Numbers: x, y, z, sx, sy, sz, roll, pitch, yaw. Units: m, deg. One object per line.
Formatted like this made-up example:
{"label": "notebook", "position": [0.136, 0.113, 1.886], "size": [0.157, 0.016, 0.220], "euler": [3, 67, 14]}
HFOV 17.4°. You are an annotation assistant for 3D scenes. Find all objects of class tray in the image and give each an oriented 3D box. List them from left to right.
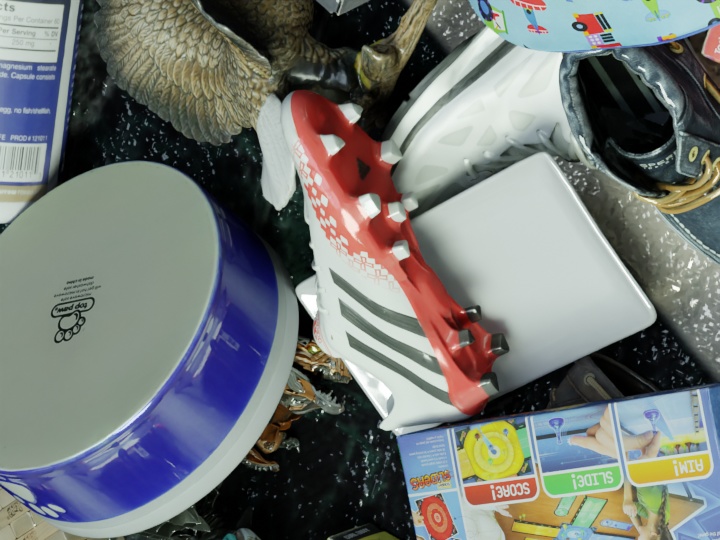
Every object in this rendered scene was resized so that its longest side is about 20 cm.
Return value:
{"label": "tray", "position": [0.061, 0.013, 1.250], "size": [0.199, 0.022, 0.108], "euler": [-29, 99, 42]}

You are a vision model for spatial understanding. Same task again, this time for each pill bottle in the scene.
{"label": "pill bottle", "position": [-0.222, -0.137, 1.380], "size": [0.115, 0.115, 0.202], "euler": [15, 102, 29]}

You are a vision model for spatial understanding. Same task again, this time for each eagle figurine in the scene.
{"label": "eagle figurine", "position": [-0.068, -0.139, 1.273], "size": [0.199, 0.151, 0.153], "euler": [27, 104, 2]}

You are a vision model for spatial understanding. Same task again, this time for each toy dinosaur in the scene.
{"label": "toy dinosaur", "position": [-0.095, 0.094, 1.358], "size": [0.199, 0.102, 0.137], "euler": [-22, 61, 45]}

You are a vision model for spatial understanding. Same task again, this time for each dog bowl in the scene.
{"label": "dog bowl", "position": [-0.137, 0.042, 1.311], "size": [0.199, 0.079, 0.201], "euler": [-21, 49, 25]}

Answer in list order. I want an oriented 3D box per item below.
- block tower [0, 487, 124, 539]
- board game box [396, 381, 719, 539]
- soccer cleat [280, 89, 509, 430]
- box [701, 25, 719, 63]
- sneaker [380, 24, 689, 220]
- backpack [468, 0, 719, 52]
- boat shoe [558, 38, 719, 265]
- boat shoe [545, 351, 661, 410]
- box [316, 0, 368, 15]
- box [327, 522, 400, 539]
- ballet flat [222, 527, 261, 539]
{"label": "block tower", "position": [-0.195, 0.136, 1.429], "size": [0.058, 0.054, 0.201], "euler": [-34, 77, 30]}
{"label": "board game box", "position": [0.113, 0.135, 1.178], "size": [0.199, 0.034, 0.137], "euler": [-12, 88, 41]}
{"label": "soccer cleat", "position": [0.000, 0.000, 1.212], "size": [0.085, 0.069, 0.201], "euler": [-21, 115, 26]}
{"label": "box", "position": [0.249, -0.178, 1.101], "size": [0.094, 0.102, 0.201], "euler": [26, 109, 27]}
{"label": "sneaker", "position": [0.092, -0.069, 1.221], "size": [0.115, 0.075, 0.201], "euler": [48, 114, 20]}
{"label": "backpack", "position": [0.104, -0.204, 1.029], "size": [0.181, 0.134, 0.202], "euler": [-2, 70, 26]}
{"label": "boat shoe", "position": [0.150, -0.053, 1.127], "size": [0.071, 0.091, 0.201], "euler": [-25, 120, 25]}
{"label": "boat shoe", "position": [0.175, 0.103, 1.191], "size": [0.199, 0.074, 0.074], "euler": [27, 108, 25]}
{"label": "box", "position": [-0.021, -0.233, 1.222], "size": [0.200, 0.161, 0.049], "euler": [42, 137, 19]}
{"label": "box", "position": [0.064, 0.214, 1.283], "size": [0.199, 0.050, 0.076], "euler": [25, 107, 26]}
{"label": "ballet flat", "position": [-0.066, 0.188, 1.311], "size": [0.072, 0.072, 0.200], "euler": [65, 156, 9]}
